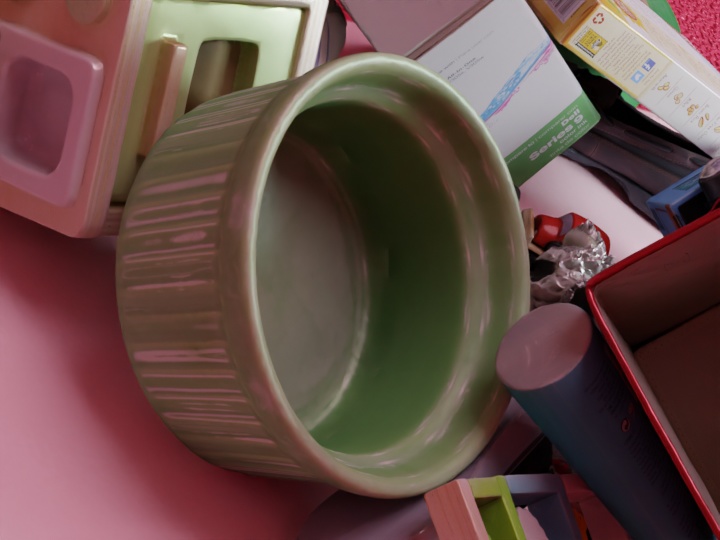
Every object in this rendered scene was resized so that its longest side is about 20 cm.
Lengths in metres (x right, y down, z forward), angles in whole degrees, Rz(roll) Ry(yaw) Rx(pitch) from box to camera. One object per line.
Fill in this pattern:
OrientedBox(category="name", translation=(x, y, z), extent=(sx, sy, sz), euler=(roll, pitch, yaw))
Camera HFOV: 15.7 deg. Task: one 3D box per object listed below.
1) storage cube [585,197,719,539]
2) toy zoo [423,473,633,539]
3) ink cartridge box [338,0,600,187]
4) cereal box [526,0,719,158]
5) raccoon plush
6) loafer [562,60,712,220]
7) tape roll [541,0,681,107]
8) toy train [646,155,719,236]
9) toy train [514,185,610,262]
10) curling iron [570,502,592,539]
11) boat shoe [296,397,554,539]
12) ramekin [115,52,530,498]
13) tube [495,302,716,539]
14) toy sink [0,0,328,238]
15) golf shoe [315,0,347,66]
OrientedBox(category="storage cube", translation=(0.228, 0.057, 1.218), extent=(0.200, 0.171, 0.180), euler=(63, 6, 18))
OrientedBox(category="toy zoo", translation=(0.104, 0.158, 1.211), extent=(0.200, 0.020, 0.132), euler=(7, 60, -61))
OrientedBox(category="ink cartridge box", translation=(0.046, -0.149, 1.507), extent=(0.146, 0.087, 0.200), euler=(55, 6, 28))
OrientedBox(category="cereal box", translation=(0.163, -0.140, 1.590), extent=(0.200, 0.040, 0.144), euler=(33, 16, -39))
OrientedBox(category="raccoon plush", translation=(0.159, 0.059, 1.415), extent=(0.200, 0.097, 0.134), euler=(35, 24, -6))
OrientedBox(category="loafer", translation=(0.165, -0.096, 1.671), extent=(0.200, 0.063, 0.072), euler=(36, 28, -3))
OrientedBox(category="tape roll", translation=(0.126, -0.192, 1.783), extent=(0.200, 0.048, 0.201), euler=(28, 30, -18))
OrientedBox(category="toy train", translation=(0.249, 0.020, 1.532), extent=(0.200, 0.087, 0.114), euler=(59, -4, -8))
OrientedBox(category="toy train", translation=(0.121, -0.012, 1.518), extent=(0.200, 0.046, 0.034), euler=(29, 30, -16))
OrientedBox(category="curling iron", translation=(0.111, 0.173, 1.261), extent=(0.049, 0.026, 0.200), euler=(33, 29, -13))
OrientedBox(category="boat shoe", translation=(0.040, 0.113, 1.229), extent=(0.200, 0.068, 0.057), euler=(-38, 121, -48))
OrientedBox(category="ramekin", translation=(-0.019, 0.004, 1.197), extent=(0.200, 0.097, 0.201), euler=(6, 82, -49))
OrientedBox(category="tube", translation=(0.133, 0.096, 1.252), extent=(0.200, 0.050, 0.078), euler=(51, 31, -36))
OrientedBox(category="toy sink", translation=(-0.124, -0.091, 1.233), extent=(0.112, 0.131, 0.200), euler=(22, 14, 38))
OrientedBox(category="golf shoe", translation=(-0.047, -0.084, 1.434), extent=(0.097, 0.078, 0.200), euler=(57, 30, -8))
